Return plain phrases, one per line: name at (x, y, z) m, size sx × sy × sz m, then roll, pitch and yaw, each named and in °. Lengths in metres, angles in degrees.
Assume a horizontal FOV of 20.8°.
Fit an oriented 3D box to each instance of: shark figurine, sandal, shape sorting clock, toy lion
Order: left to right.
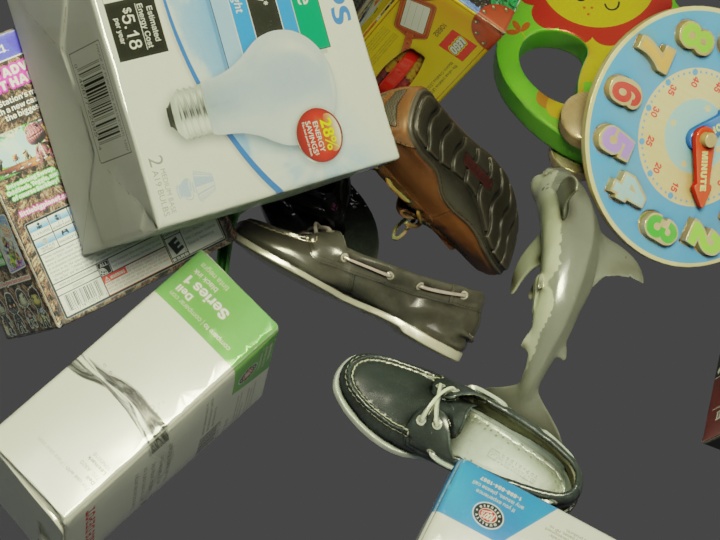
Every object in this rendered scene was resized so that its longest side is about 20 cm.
sandal at (-0.052, -0.083, 1.495) m, size 0.075 × 0.048 × 0.201 m, roll -26°, pitch 76°, yaw -17°
shark figurine at (0.161, 0.017, 1.444) m, size 0.089 × 0.128 × 0.215 m, roll 14°, pitch 73°, yaw -12°
toy lion at (0.184, -0.197, 1.577) m, size 0.200 × 0.069 × 0.192 m, roll -37°, pitch 71°, yaw -20°
shape sorting clock at (0.258, -0.102, 1.510) m, size 0.199 × 0.039 × 0.201 m, roll -4°, pitch 99°, yaw -28°

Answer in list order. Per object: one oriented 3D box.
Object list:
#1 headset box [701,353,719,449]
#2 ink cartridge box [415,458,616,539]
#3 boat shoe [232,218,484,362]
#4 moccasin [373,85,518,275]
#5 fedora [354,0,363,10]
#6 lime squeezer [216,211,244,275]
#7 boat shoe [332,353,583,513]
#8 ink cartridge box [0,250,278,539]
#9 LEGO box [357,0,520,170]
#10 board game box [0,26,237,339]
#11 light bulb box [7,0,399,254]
headset box at (0.350, 0.074, 1.472) m, size 0.148 × 0.077 × 0.201 m, roll 20°, pitch 67°, yaw -12°
ink cartridge box at (0.085, 0.257, 1.362) m, size 0.146 × 0.086 × 0.200 m, roll 28°, pitch 68°, yaw 3°
boat shoe at (0.000, 0.000, 1.447) m, size 0.199 × 0.067 × 0.057 m, roll 28°, pitch 86°, yaw -13°
moccasin at (0.055, -0.060, 1.444) m, size 0.077 × 0.201 × 0.074 m, roll -2°, pitch 64°, yaw 34°
fedora at (-0.047, -0.246, 1.517) m, size 0.091 × 0.200 × 0.201 m, roll 24°, pitch 63°, yaw -33°
lime squeezer at (-0.107, -0.078, 1.463) m, size 0.038 × 0.071 × 0.201 m, roll 6°, pitch 108°, yaw 28°
boat shoe at (0.074, 0.113, 1.431) m, size 0.199 × 0.060 × 0.076 m, roll 27°, pitch 64°, yaw 1°
ink cartridge box at (-0.158, 0.100, 1.353) m, size 0.084 × 0.146 × 0.200 m, roll 44°, pitch 68°, yaw 11°
LEGO box at (0.049, -0.191, 1.452) m, size 0.077 × 0.200 × 0.149 m, roll 33°, pitch 53°, yaw -10°
board game box at (-0.208, -0.076, 1.386) m, size 0.159 × 0.097 × 0.201 m, roll -27°, pitch 99°, yaw -33°
light bulb box at (-0.106, -0.136, 1.328) m, size 0.199 × 0.125 × 0.199 m, roll -19°, pitch 95°, yaw -33°
